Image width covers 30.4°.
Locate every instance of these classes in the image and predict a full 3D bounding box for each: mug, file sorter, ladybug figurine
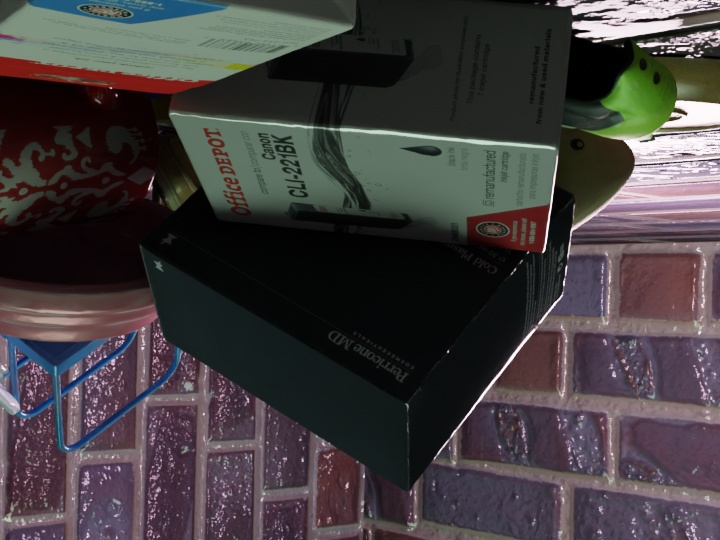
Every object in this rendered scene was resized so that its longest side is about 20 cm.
[{"bbox_3d":[-0.222,-0.080,0.821,0.177,0.134,0.200,-10,179,42],"label":"mug"},{"bbox_3d":[-0.251,0.023,1.022,0.200,0.123,0.139,33,-132,22],"label":"file sorter"},{"bbox_3d":[0.098,-0.055,0.949,0.200,0.072,0.136,-26,-164,30],"label":"ladybug figurine"}]

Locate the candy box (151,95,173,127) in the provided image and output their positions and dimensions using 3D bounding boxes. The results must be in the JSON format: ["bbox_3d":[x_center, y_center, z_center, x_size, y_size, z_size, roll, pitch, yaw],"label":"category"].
[{"bbox_3d":[-0.064,-0.126,1.049,0.200,0.026,0.102,1,-179,29],"label":"candy box"}]

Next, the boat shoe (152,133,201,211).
[{"bbox_3d":[-0.128,-0.085,1.063,0.066,0.074,0.200,-28,-177,4],"label":"boat shoe"}]

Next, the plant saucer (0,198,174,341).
[{"bbox_3d":[-0.206,-0.005,0.899,0.200,0.051,0.201,7,-158,-3],"label":"plant saucer"}]

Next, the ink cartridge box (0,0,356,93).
[{"bbox_3d":[-0.095,-0.122,0.553,0.116,0.067,0.200,3,178,-29],"label":"ink cartridge box"}]

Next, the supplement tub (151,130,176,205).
[{"bbox_3d":[-0.101,-0.080,1.295,0.199,0.107,0.107,2,178,-12],"label":"supplement tub"}]

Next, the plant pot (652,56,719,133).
[{"bbox_3d":[0.202,-0.122,0.954,0.200,0.028,0.200,1,179,0],"label":"plant pot"}]

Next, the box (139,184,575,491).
[{"bbox_3d":[0.000,0.000,0.828,0.200,0.182,0.104,30,148,23],"label":"box"}]

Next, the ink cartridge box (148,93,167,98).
[{"bbox_3d":[-0.262,-0.126,0.985,0.200,0.044,0.198,-1,176,33],"label":"ink cartridge box"}]

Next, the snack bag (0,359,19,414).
[{"bbox_3d":[-0.312,0.018,0.910,0.188,0.021,0.200,39,164,13],"label":"snack bag"}]

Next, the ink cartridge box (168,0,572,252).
[{"bbox_3d":[0.009,-0.081,0.725,0.199,0.084,0.144,7,160,8],"label":"ink cartridge box"}]

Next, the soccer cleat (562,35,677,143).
[{"bbox_3d":[0.095,-0.117,0.814,0.200,0.068,0.081,4,158,36],"label":"soccer cleat"}]
